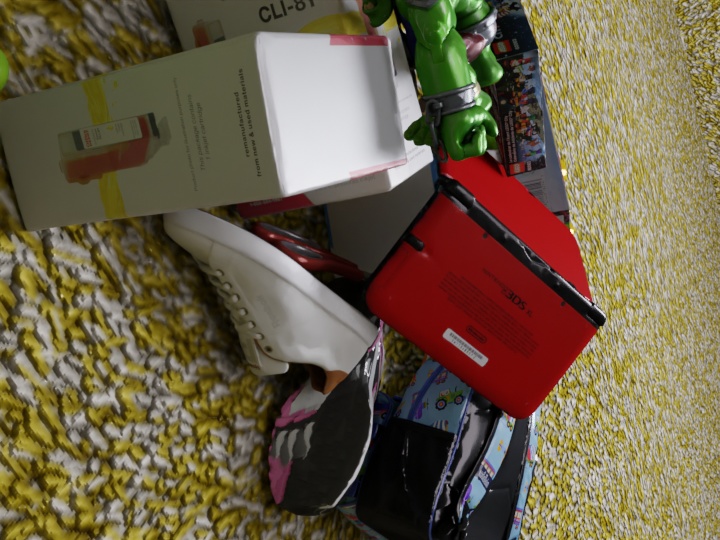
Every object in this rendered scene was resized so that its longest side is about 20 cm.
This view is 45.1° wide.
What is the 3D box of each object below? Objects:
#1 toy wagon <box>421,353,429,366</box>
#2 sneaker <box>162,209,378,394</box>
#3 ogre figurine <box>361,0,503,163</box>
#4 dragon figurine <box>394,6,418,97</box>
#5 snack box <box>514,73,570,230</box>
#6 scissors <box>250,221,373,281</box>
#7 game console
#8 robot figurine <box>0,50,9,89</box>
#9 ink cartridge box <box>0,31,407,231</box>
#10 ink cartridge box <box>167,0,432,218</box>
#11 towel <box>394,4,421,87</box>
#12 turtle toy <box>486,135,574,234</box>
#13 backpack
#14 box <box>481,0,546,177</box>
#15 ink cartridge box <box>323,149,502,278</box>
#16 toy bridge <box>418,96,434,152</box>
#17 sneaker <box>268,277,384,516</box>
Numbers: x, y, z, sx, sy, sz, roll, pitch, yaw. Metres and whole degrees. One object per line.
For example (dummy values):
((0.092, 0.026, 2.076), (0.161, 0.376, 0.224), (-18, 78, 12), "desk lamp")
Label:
((0.112, 0.096, 0.933), (0.155, 0.039, 0.201), (-42, 132, -41), "toy wagon")
((-0.076, 0.028, 0.648), (0.200, 0.073, 0.085), (38, 80, -27), "sneaker")
((0.057, -0.168, 0.583), (0.200, 0.098, 0.120), (-56, 136, -43), "ogre figurine")
((0.027, -0.255, 0.893), (0.200, 0.059, 0.100), (34, 56, -49), "dragon figurine")
((0.182, -0.123, 0.923), (0.142, 0.053, 0.201), (53, 29, -68), "snack box")
((0.000, 0.000, 0.737), (0.199, 0.073, 0.014), (18, 103, -31), "scissors")
((0.102, -0.004, 0.740), (0.200, 0.119, 0.173), (37, 91, -25), "game console")
((-0.246, -0.107, 0.359), (0.175, 0.115, 0.201), (33, 57, -41), "robot figurine")
((-0.094, -0.084, 0.527), (0.145, 0.199, 0.084), (-26, 109, -57), "ink cartridge box")
((-0.048, -0.155, 0.655), (0.083, 0.144, 0.201), (-39, 116, -54), "ink cartridge box")
((0.075, -0.291, 0.873), (0.201, 0.049, 0.148), (67, 32, -27), "towel")
((0.173, -0.100, 1.058), (0.145, 0.101, 0.201), (0, 81, -35), "turtle toy")
((0.085, 0.160, 0.799), (0.183, 0.134, 0.201), (45, 58, -49), "backpack")
((0.119, -0.202, 0.762), (0.137, 0.037, 0.201), (70, 9, -53), "box")
((0.071, -0.048, 0.860), (0.200, 0.125, 0.129), (-17, 98, -58), "ink cartridge box")
((0.064, -0.146, 0.896), (0.027, 0.067, 0.200), (43, 13, -12), "toy bridge")
((-0.014, 0.113, 0.739), (0.086, 0.080, 0.201), (67, 38, -62), "sneaker")
